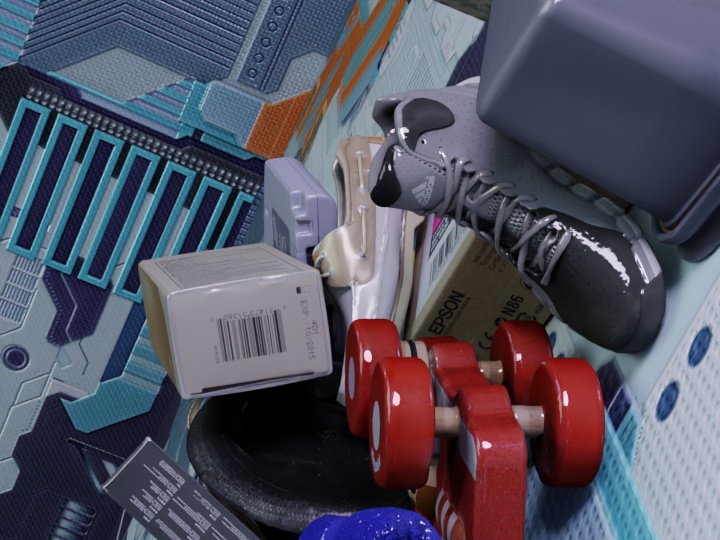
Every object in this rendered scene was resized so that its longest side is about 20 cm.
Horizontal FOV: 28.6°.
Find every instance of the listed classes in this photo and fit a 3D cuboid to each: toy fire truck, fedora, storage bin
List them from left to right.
[{"bbox_3d":[-0.018,0.139,0.947,0.201,0.199,0.092,-84,-8,-59],"label":"fedora"},{"bbox_3d":[0.053,0.118,0.765,0.200,0.111,0.169,-128,39,-76],"label":"toy fire truck"},{"bbox_3d":[0.143,-0.130,0.714,0.201,0.134,0.146,-79,15,-45],"label":"storage bin"}]

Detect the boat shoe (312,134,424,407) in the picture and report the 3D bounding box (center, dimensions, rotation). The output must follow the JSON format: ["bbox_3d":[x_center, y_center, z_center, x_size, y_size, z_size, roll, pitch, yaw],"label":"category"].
[{"bbox_3d":[0.000,0.000,0.953,0.075,0.068,0.201,112,169,-60],"label":"boat shoe"}]

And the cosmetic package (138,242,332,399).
[{"bbox_3d":[-0.092,0.030,0.984,0.200,0.105,0.072,-153,55,-76],"label":"cosmetic package"}]

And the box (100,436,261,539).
[{"bbox_3d":[-0.080,0.196,0.932,0.044,0.200,0.160,-47,-1,-12],"label":"box"}]

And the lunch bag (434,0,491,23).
[{"bbox_3d":[0.129,-0.248,0.953,0.200,0.163,0.118,139,150,-68],"label":"lunch bag"}]

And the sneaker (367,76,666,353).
[{"bbox_3d":[0.064,-0.027,0.744,0.200,0.115,0.075,55,135,37],"label":"sneaker"}]

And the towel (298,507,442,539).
[{"bbox_3d":[0.015,0.192,0.697,0.148,0.049,0.200,66,163,6],"label":"towel"}]

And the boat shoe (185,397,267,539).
[{"bbox_3d":[-0.087,0.163,1.057,0.072,0.200,0.072,-4,44,28],"label":"boat shoe"}]

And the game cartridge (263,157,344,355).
[{"bbox_3d":[-0.044,0.021,1.074,0.133,0.041,0.201,-136,42,-64],"label":"game cartridge"}]

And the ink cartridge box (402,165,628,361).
[{"bbox_3d":[0.103,-0.049,0.917,0.165,0.075,0.200,-81,16,-50],"label":"ink cartridge box"}]

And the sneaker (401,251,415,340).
[{"bbox_3d":[0.025,0.059,1.155,0.200,0.075,0.106,-86,4,-63],"label":"sneaker"}]
